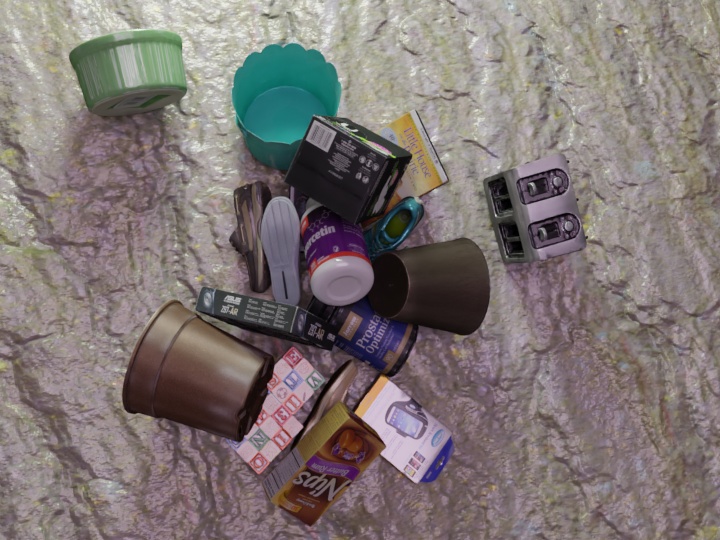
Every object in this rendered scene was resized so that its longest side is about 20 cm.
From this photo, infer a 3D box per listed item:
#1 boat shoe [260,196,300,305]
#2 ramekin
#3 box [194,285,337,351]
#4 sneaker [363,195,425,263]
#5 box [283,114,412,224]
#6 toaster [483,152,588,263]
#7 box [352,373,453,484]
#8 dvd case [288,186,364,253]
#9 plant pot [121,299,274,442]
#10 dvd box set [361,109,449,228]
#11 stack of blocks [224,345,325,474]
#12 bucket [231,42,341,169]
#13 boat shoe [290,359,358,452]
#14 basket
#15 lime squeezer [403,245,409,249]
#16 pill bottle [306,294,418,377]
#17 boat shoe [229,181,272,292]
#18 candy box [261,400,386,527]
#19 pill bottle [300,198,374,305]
[{"bbox_3d":[-0.142,-0.035,1.396,0.070,0.062,0.205,-2,105,-2],"label":"boat shoe"},{"bbox_3d":[-0.400,-0.342,1.354,0.196,0.200,0.100,-14,93,-11],"label":"ramekin"},{"bbox_3d":[-0.159,0.083,1.317,0.196,0.160,0.044,10,78,27],"label":"box"},{"bbox_3d":[0.038,-0.055,1.391,0.077,0.080,0.201,40,107,3],"label":"sneaker"},{"bbox_3d":[-0.016,-0.177,1.322,0.147,0.200,0.126,31,106,10],"label":"box"},{"bbox_3d":[0.326,-0.116,1.464,0.116,0.200,0.185,-15,93,-9],"label":"toaster"},{"bbox_3d":[0.078,0.301,1.435,0.199,0.041,0.120,41,78,-5],"label":"box"},{"bbox_3d":[-0.064,-0.132,1.471,0.147,0.025,0.205,3,83,-10],"label":"dvd case"},{"bbox_3d":[-0.260,0.179,1.285,0.195,0.200,0.204,21,79,7],"label":"plant pot"},{"bbox_3d":[0.048,-0.184,1.427,0.197,0.029,0.149,-26,88,15],"label":"dvd box set"},{"bbox_3d":[-0.153,0.249,1.389,0.115,0.059,0.200,45,78,-2],"label":"stack of blocks"},{"bbox_3d":[-0.135,-0.295,1.408,0.202,0.135,0.212,2,72,-5],"label":"bucket"},{"bbox_3d":[-0.053,0.259,1.400,0.064,0.072,0.202,31,84,-5],"label":"boat shoe"},{"bbox_3d":[0.119,0.029,1.384,0.197,0.135,0.185,1,87,-40],"label":"basket"},{"bbox_3d":[0.000,0.000,1.459,0.196,0.038,0.072,-7,81,-12],"label":"lime squeezer"},{"bbox_3d":[-0.001,0.099,1.408,0.198,0.112,0.113,30,79,-5],"label":"pill bottle"},{"bbox_3d":[-0.200,-0.060,1.423,0.072,0.074,0.205,-3,87,15],"label":"boat shoe"},{"bbox_3d":[-0.063,0.341,1.349,0.200,0.057,0.117,-46,125,2],"label":"candy box"},{"bbox_3d":[-0.046,-0.045,1.361,0.110,0.114,0.202,-6,49,-10],"label":"pill bottle"}]
